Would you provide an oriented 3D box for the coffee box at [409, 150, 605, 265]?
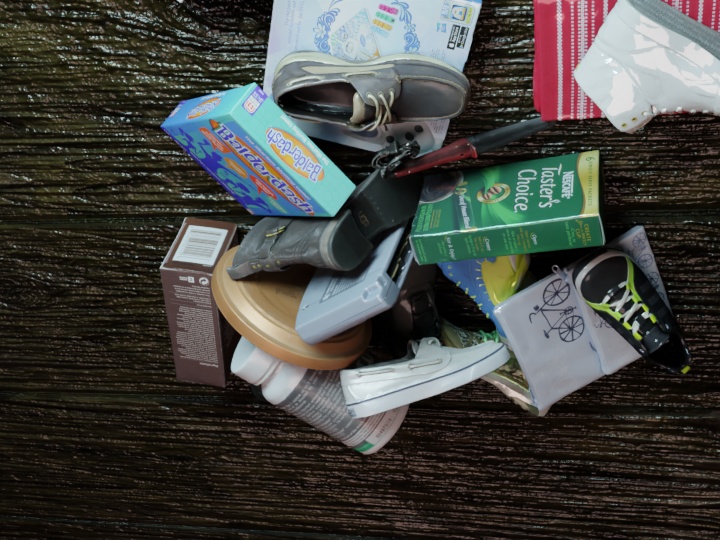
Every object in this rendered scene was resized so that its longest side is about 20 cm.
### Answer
[{"bbox_3d":[0.160,-0.068,1.078,0.199,0.123,0.044,-5,127,20],"label":"coffee box"}]

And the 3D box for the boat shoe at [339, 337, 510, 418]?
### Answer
[{"bbox_3d":[0.073,0.109,1.159,0.199,0.072,0.066,-18,89,-5],"label":"boat shoe"}]

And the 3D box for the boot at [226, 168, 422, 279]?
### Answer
[{"bbox_3d":[-0.042,-0.060,1.122,0.174,0.200,0.069,-2,123,45],"label":"boot"}]

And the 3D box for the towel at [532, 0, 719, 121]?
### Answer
[{"bbox_3d":[0.267,-0.216,0.985,0.199,0.023,0.145,-1,129,12],"label":"towel"}]

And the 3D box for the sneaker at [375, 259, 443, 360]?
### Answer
[{"bbox_3d":[0.068,0.049,1.208,0.076,0.091,0.200,-19,143,-14],"label":"sneaker"}]

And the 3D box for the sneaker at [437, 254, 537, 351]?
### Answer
[{"bbox_3d":[0.149,0.007,1.192,0.105,0.076,0.201,9,130,25],"label":"sneaker"}]

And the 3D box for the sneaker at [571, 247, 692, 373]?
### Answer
[{"bbox_3d":[0.315,0.049,1.126,0.072,0.083,0.200,-46,123,9],"label":"sneaker"}]

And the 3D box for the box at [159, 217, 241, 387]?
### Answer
[{"bbox_3d":[-0.195,0.042,1.275,0.075,0.100,0.201,7,132,8],"label":"box"}]

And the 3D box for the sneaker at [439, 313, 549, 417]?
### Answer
[{"bbox_3d":[0.179,0.098,1.277,0.200,0.077,0.089,34,99,-15],"label":"sneaker"}]

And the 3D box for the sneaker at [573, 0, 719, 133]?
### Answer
[{"bbox_3d":[0.303,-0.170,0.961,0.199,0.074,0.116,31,130,-2],"label":"sneaker"}]

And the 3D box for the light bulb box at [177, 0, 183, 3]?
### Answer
[{"bbox_3d":[-0.173,-0.382,0.867,0.200,0.125,0.198,34,129,-19],"label":"light bulb box"}]

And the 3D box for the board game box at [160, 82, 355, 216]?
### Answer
[{"bbox_3d":[-0.113,-0.122,1.073,0.152,0.045,0.200,44,161,-24],"label":"board game box"}]

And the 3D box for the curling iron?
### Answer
[{"bbox_3d":[0.109,-0.130,1.048,0.199,0.026,0.050,-13,162,-7],"label":"curling iron"}]

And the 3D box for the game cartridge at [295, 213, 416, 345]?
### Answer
[{"bbox_3d":[0.000,0.000,1.121,0.133,0.200,0.041,-23,115,31],"label":"game cartridge"}]

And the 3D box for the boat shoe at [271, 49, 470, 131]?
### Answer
[{"bbox_3d":[0.008,-0.166,0.994,0.199,0.073,0.075,3,134,10],"label":"boat shoe"}]

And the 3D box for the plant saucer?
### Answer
[{"bbox_3d":[-0.075,0.033,1.172,0.200,0.201,0.032,25,120,-9],"label":"plant saucer"}]

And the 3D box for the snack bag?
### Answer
[{"bbox_3d":[0.265,0.061,1.181,0.199,0.021,0.189,-28,126,1],"label":"snack bag"}]

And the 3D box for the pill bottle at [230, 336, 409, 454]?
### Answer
[{"bbox_3d":[-0.047,0.128,1.212,0.200,0.113,0.113,31,131,-17],"label":"pill bottle"}]

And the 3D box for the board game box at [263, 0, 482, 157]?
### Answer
[{"bbox_3d":[0.005,-0.216,1.030,0.198,0.043,0.201,13,133,-1],"label":"board game box"}]

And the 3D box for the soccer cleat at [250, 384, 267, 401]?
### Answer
[{"bbox_3d":[-0.094,0.129,1.341,0.067,0.081,0.200,32,131,-16],"label":"soccer cleat"}]
